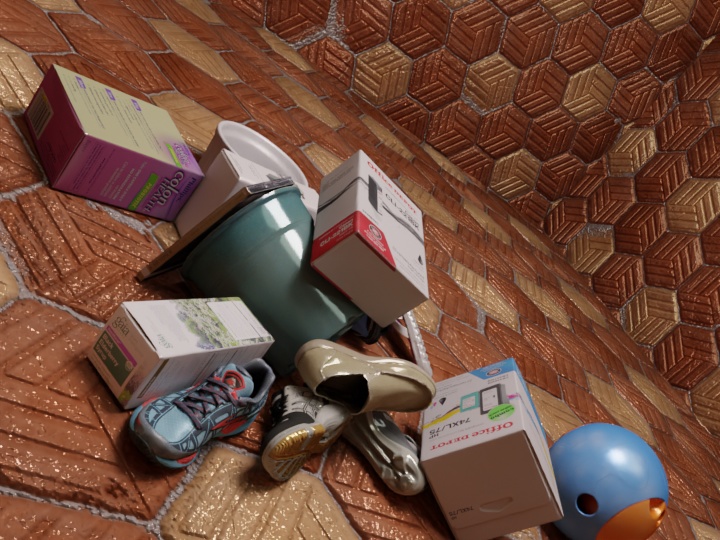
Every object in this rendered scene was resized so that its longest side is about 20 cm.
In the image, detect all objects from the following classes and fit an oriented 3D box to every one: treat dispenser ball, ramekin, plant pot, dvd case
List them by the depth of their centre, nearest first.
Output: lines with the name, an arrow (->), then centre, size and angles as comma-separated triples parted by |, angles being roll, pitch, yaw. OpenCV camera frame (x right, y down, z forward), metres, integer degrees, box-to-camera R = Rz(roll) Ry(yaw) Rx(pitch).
dvd case -> -0.190, -0.058, 0.952 | 0.016, 0.200, 0.149 | 54, 20, -1
plant pot -> -0.104, 0.024, 0.973 | 0.196, 0.200, 0.200 | 51, 21, 7
treat dispenser ball -> 0.395, 0.352, 1.165 | 0.200, 0.201, 0.201 | 35, 20, -15
ramekin -> -0.204, -0.176, 1.323 | 0.200, 0.098, 0.201 | 36, 20, -15

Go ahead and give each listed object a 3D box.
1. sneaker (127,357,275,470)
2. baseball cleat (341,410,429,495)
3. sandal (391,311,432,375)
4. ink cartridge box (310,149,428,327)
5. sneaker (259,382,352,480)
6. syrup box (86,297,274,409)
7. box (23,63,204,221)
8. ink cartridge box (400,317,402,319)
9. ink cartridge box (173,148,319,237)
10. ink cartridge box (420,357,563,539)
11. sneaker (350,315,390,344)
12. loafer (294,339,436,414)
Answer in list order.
sneaker -> -0.160, 0.135, 0.752 | 0.079, 0.096, 0.200 | 44, 20, 11
baseball cleat -> 0.021, 0.221, 0.977 | 0.200, 0.070, 0.106 | 55, 10, 22
sandal -> 0.078, 0.105, 1.296 | 0.083, 0.050, 0.203 | 61, 10, -60
ink cartridge box -> 0.015, -0.048, 0.970 | 0.144, 0.084, 0.201 | 42, 28, -28
sneaker -> -0.083, 0.183, 0.848 | 0.088, 0.076, 0.200 | 38, 9, 14
syrup box -> -0.196, 0.087, 0.808 | 0.079, 0.082, 0.200 | 46, 21, 20
box -> -0.362, -0.183, 1.050 | 0.200, 0.097, 0.176 | 15, 32, -50
ink cartridge box -> -0.013, 0.019, 1.231 | 0.162, 0.057, 0.201 | 10, 41, -7
ink cartridge box -> -0.164, -0.080, 1.123 | 0.200, 0.146, 0.084 | 20, 26, -46
ink cartridge box -> 0.179, 0.248, 1.000 | 0.200, 0.146, 0.147 | -71, 138, -69
sneaker -> 0.018, 0.076, 1.268 | 0.083, 0.071, 0.200 | 55, 18, -10
loafer -> 0.009, 0.149, 0.900 | 0.199, 0.076, 0.068 | 17, 35, -22
